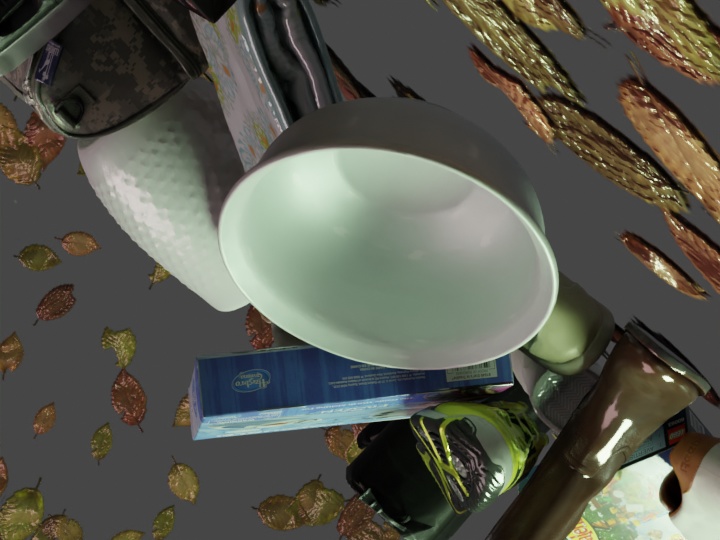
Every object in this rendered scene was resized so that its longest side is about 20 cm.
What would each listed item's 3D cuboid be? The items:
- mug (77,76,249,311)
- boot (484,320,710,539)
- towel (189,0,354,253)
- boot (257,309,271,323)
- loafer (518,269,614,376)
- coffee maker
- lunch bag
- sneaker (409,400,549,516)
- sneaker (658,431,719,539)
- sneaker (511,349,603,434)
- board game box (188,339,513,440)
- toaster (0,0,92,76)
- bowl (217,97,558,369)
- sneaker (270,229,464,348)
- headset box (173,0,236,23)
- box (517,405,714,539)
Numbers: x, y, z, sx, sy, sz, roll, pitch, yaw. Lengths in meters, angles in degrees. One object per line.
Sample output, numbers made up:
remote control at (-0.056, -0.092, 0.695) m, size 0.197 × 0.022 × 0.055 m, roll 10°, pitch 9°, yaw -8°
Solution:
mug at (-0.126, -0.097, 1.436) m, size 0.175 × 0.201 × 0.147 m, roll 40°, pitch 144°, yaw -23°
boot at (0.132, 0.134, 1.112) m, size 0.064 × 0.200 × 0.186 m, roll 39°, pitch 174°, yaw 15°
towel at (-0.057, -0.111, 1.140) m, size 0.171 × 0.048 × 0.202 m, roll 34°, pitch 144°, yaw 64°
boot at (0.000, 0.000, 1.309) m, size 0.200 × 0.154 × 0.073 m, roll 42°, pitch 148°, yaw 45°
loafer at (0.086, 0.003, 1.180) m, size 0.199 × 0.076 × 0.068 m, roll 25°, pitch 162°, yaw 46°
coffee maker at (0.094, 0.163, 1.651) m, size 0.135 × 0.200 × 0.192 m, roll 42°, pitch 178°, yaw -6°
lunch bag at (-0.203, -0.190, 1.330) m, size 0.139 × 0.168 × 0.200 m, roll 46°, pitch 174°, yaw -33°
sneaker at (0.080, 0.109, 1.136) m, size 0.076 × 0.076 × 0.200 m, roll 58°, pitch 175°, yaw 5°
sneaker at (0.249, 0.166, 1.182) m, size 0.084 × 0.073 × 0.201 m, roll 29°, pitch 156°, yaw 32°
sneaker at (0.190, 0.112, 1.307) m, size 0.200 × 0.074 × 0.116 m, roll 44°, pitch -172°, yaw -21°
board game box at (-0.014, 0.078, 1.182) m, size 0.199 × 0.198 × 0.044 m, roll 128°, pitch 136°, yaw -79°
toaster at (-0.239, -0.242, 1.164) m, size 0.200 × 0.181 × 0.119 m, roll 45°, pitch 178°, yaw -2°
bowl at (0.023, -0.036, 1.022) m, size 0.199 × 0.091 × 0.202 m, roll 9°, pitch 144°, yaw 7°
sneaker at (0.009, 0.018, 1.166) m, size 0.200 × 0.080 × 0.077 m, roll -37°, pitch 66°, yaw 58°
headset box at (-0.142, -0.237, 0.994) m, size 0.149 × 0.077 × 0.200 m, roll 48°, pitch 172°, yaw -36°
box at (0.221, 0.190, 1.259) m, size 0.200 × 0.136 × 0.038 m, roll 47°, pitch -152°, yaw -32°
